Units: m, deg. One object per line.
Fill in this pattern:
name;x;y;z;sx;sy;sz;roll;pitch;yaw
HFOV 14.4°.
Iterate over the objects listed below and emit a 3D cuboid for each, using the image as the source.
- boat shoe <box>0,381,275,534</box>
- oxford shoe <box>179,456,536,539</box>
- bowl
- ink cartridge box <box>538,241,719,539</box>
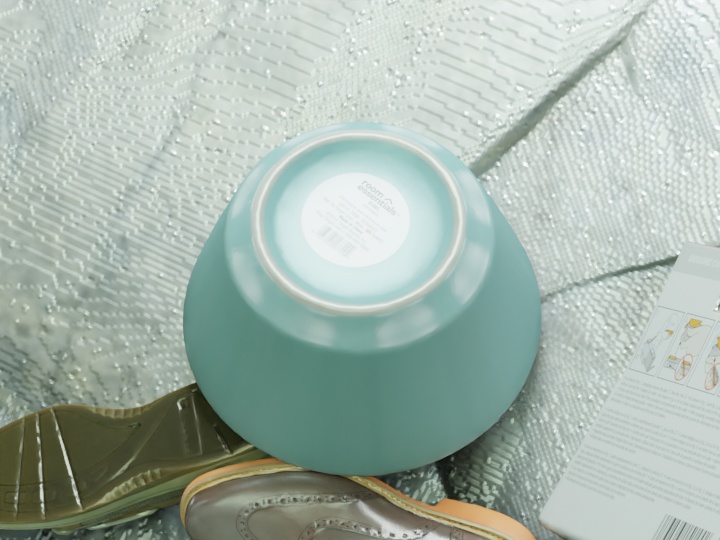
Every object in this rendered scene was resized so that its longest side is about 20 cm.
boat shoe;-0.129;0.110;1.606;0.200;0.063;0.073;-18;57;13
oxford shoe;-0.006;0.153;1.534;0.200;0.073;0.071;9;124;10
bowl;0.000;0.000;1.541;0.201;0.105;0.201;0;61;1
ink cartridge box;0.184;0.079;1.466;0.045;0.200;0.176;31;86;-19
